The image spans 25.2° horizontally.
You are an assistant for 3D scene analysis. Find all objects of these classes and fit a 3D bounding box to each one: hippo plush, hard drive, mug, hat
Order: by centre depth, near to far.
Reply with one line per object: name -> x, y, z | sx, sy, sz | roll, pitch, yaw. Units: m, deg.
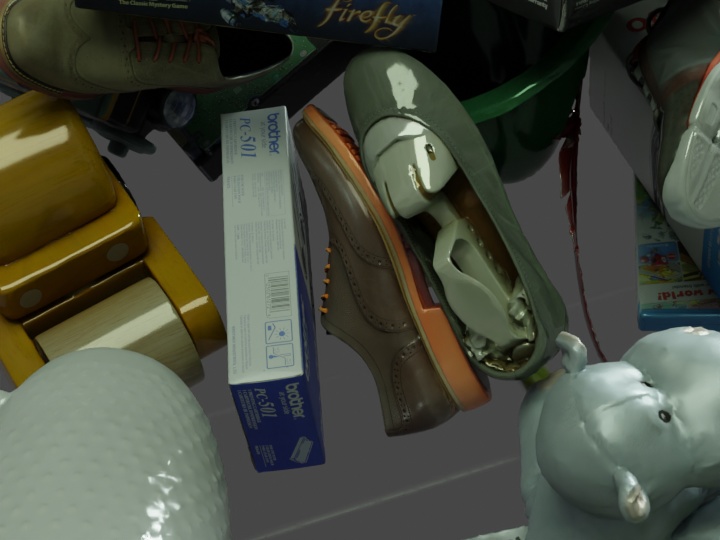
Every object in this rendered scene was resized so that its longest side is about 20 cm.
hippo plush -> 0.128, 0.084, 0.824 | 0.199, 0.161, 0.160 | -17, 52, -6
mug -> -0.161, 0.123, 0.825 | 0.199, 0.148, 0.176 | 22, 39, -19
hat -> 0.107, -0.078, 0.986 | 0.165, 0.176, 0.200 | 8, 54, 45
hard drive -> -0.066, -0.169, 1.097 | 0.200, 0.038, 0.140 | -41, 56, -3

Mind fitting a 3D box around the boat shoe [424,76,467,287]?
boat shoe -> 0.037, -0.078, 1.027 | 0.062, 0.073, 0.201 | 8, 66, 1

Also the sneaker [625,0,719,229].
sneaker -> 0.189, -0.102, 0.907 | 0.082, 0.077, 0.201 | -9, 47, 40

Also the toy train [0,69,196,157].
toy train -> -0.198, -0.140, 1.050 | 0.199, 0.114, 0.086 | 24, 89, 36

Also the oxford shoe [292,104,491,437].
oxford shoe -> 0.000, 0.000, 0.928 | 0.073, 0.071, 0.201 | -28, 80, 11

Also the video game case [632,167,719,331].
video game case -> 0.242, -0.047, 1.003 | 0.142, 0.018, 0.201 | 0, 52, 7

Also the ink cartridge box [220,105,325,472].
ink cartridge box -> -0.052, 0.008, 0.952 | 0.044, 0.094, 0.201 | -7, 52, 2

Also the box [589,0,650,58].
box -> 0.222, -0.259, 1.038 | 0.200, 0.184, 0.105 | -35, 84, -27

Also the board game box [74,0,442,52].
board game box -> -0.051, -0.173, 0.926 | 0.199, 0.035, 0.136 | 7, 26, 1

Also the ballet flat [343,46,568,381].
ballet flat -> 0.048, -0.030, 0.874 | 0.067, 0.201, 0.064 | -29, 6, 31

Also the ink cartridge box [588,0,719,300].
ink cartridge box -> 0.245, -0.084, 0.967 | 0.146, 0.086, 0.200 | -21, 54, -7

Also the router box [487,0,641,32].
router box -> 0.099, -0.208, 0.899 | 0.149, 0.062, 0.200 | -23, 38, -31

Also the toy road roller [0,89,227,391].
toy road roller -> -0.179, -0.013, 0.953 | 0.123, 0.146, 0.200 | -29, 54, -14

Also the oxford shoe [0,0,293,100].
oxford shoe -> -0.122, -0.138, 0.937 | 0.075, 0.071, 0.200 | -2, 6, 40
